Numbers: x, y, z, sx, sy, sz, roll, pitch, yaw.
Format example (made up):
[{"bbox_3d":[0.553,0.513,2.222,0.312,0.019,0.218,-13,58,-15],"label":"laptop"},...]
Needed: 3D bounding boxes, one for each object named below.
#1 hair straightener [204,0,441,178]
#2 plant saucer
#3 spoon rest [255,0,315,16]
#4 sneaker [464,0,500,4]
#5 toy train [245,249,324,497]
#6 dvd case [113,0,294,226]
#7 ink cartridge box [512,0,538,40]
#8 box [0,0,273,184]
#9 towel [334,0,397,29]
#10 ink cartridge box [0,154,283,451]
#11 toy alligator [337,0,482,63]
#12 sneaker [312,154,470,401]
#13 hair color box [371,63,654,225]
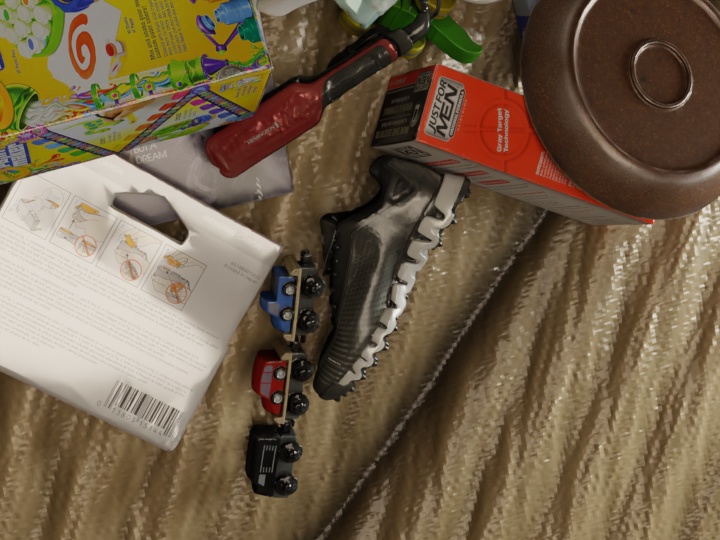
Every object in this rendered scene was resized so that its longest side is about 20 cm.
[{"bbox_3d":[-0.024,-0.141,1.038,0.199,0.077,0.041,-37,105,13],"label":"hair straightener"},{"bbox_3d":[0.211,-0.138,1.059,0.199,0.034,0.202,6,76,-22],"label":"plant saucer"},{"bbox_3d":[-0.061,-0.256,0.957,0.099,0.061,0.202,-18,72,18],"label":"spoon rest"},{"bbox_3d":[0.042,-0.271,1.053,0.075,0.100,0.201,-36,87,13],"label":"sneaker"},{"bbox_3d":[-0.061,0.080,1.094,0.045,0.034,0.202,2,110,-16],"label":"toy train"},{"bbox_3d":[-0.137,-0.138,1.053,0.148,0.016,0.202,-14,104,-12],"label":"dvd case"},{"bbox_3d":[0.167,-0.252,1.105,0.118,0.042,0.202,-18,107,-11],"label":"ink cartridge box"},{"bbox_3d":[-0.181,-0.185,0.944,0.191,0.122,0.202,-16,85,-12],"label":"box"},{"bbox_3d":[-0.005,-0.292,0.988,0.171,0.048,0.200,-45,80,10],"label":"towel"},{"bbox_3d":[-0.183,0.011,1.054,0.199,0.045,0.177,29,93,-19],"label":"ink cartridge box"},{"bbox_3d":[0.003,-0.212,1.062,0.199,0.059,0.055,23,50,-14],"label":"toy alligator"},{"bbox_3d":[0.000,0.000,1.097,0.090,0.066,0.201,28,101,-3],"label":"sneaker"},{"bbox_3d":[0.120,-0.091,1.087,0.199,0.101,0.062,17,86,-19],"label":"hair color box"}]
